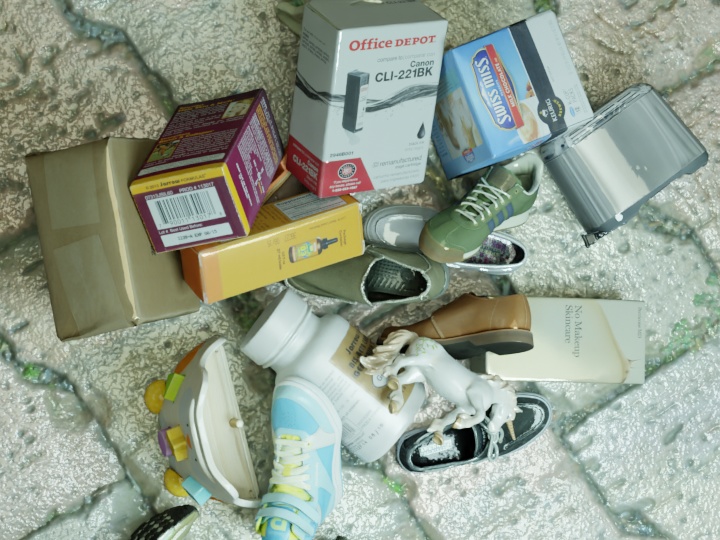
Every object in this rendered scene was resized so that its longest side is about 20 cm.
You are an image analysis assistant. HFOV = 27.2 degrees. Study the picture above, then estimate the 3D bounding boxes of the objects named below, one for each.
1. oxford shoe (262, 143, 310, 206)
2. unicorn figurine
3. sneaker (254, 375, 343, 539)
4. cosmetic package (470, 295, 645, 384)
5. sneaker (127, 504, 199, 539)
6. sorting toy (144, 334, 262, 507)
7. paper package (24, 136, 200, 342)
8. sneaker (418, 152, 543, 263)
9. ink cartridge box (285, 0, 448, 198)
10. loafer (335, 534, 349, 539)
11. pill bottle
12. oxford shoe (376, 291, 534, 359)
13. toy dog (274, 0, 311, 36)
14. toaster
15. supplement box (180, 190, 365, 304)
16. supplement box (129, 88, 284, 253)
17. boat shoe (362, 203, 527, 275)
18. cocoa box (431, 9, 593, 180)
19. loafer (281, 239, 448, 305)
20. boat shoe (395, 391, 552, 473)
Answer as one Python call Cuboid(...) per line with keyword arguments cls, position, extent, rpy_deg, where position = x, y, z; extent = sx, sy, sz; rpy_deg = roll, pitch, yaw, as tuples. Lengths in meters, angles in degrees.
Cuboid(cls="oxford shoe", position=(-0.094, -0.066, 1.713), extent=(0.073, 0.071, 0.201), rpy_deg=(37, 80, -12))
Cuboid(cls="unicorn figurine", position=(0.103, 0.135, 1.648), extent=(0.200, 0.074, 0.137), rpy_deg=(48, 40, -2))
Cuboid(cls="sneaker", position=(-0.074, 0.225, 1.633), extent=(0.079, 0.131, 0.201), rpy_deg=(5, 127, 23))
Cuboid(cls="cosmetic package", position=(0.235, 0.083, 1.774), extent=(0.198, 0.073, 0.104), rpy_deg=(1, 87, -11))
Cuboid(cls="sneaker", position=(-0.236, 0.354, 1.670), extent=(0.088, 0.077, 0.200), rpy_deg=(39, 85, -21))
Cuboid(cls="sorting toy", position=(-0.168, 0.179, 1.628), extent=(0.106, 0.180, 0.202), rpy_deg=(-14, 90, -12))
Cuboid(cls="paper package", position=(-0.263, -0.036, 1.607), extent=(0.103, 0.191, 0.202), rpy_deg=(-11, 90, 16))
Cuboid(cls="sneaker", position=(0.144, -0.081, 1.705), extent=(0.067, 0.090, 0.200), rpy_deg=(39, 39, 21))
Cuboid(cls="ink cartridge box", position=(0.006, -0.195, 1.645), extent=(0.143, 0.084, 0.201), rpy_deg=(-11, 123, -30))
Cuboid(cls="loafer", position=(0.043, 0.360, 1.727), extent=(0.199, 0.075, 0.070), rpy_deg=(36, 69, -13))
Cuboid(cls="pill bottle", position=(-0.033, 0.116, 1.693), extent=(0.200, 0.114, 0.115), rpy_deg=(39, 80, -8))
Cuboid(cls="oxford shoe", position=(0.109, 0.063, 1.715), extent=(0.199, 0.071, 0.072), rpy_deg=(-8, 71, 29))
Cuboid(cls="toy dog", position=(0.030, -0.338, 1.718), extent=(0.193, 0.139, 0.201), rpy_deg=(36, 79, -9))
Cuboid(cls="toaster", position=(0.306, -0.132, 1.781), extent=(0.199, 0.114, 0.130), rpy_deg=(-35, 91, -9))
Cuboid(cls="supplement box", position=(-0.096, -0.031, 1.633), extent=(0.199, 0.069, 0.067), rpy_deg=(-17, 121, -21))
Cuboid(cls="supplement box", position=(-0.162, -0.111, 1.615), extent=(0.110, 0.200, 0.086), rpy_deg=(-10, 119, 16))
Cuboid(cls="boat shoe", position=(0.102, -0.033, 1.752), extent=(0.199, 0.068, 0.073), rpy_deg=(18, 84, -11))
Cuboid(cls="cocoa box", position=(0.157, -0.196, 1.704), extent=(0.130, 0.200, 0.134), rpy_deg=(-22, 91, -12))
Cuboid(cls="loafer", position=(0.000, 0.000, 1.698), extent=(0.198, 0.070, 0.076), rpy_deg=(2, 98, 9))
Cuboid(cls="boat shoe", position=(0.140, 0.192, 1.750), extent=(0.198, 0.068, 0.074), rpy_deg=(-11, 90, -13))
